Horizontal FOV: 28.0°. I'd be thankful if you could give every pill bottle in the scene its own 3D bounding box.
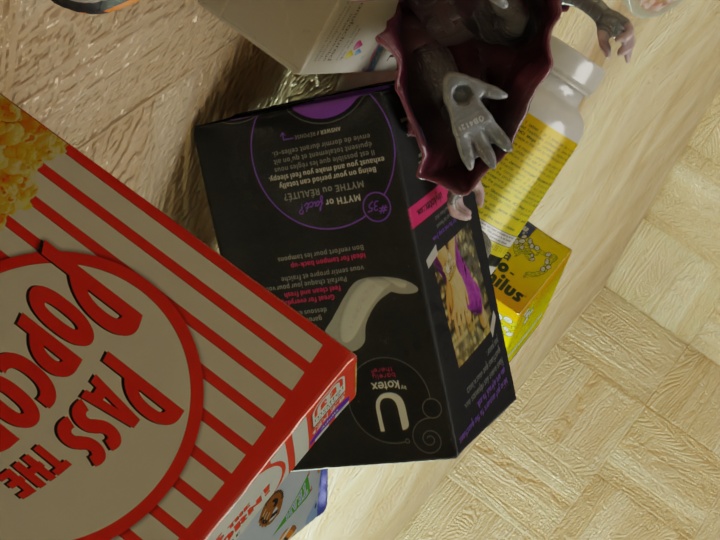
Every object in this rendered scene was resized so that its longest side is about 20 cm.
[{"bbox_3d":[0.112,-0.102,1.192,0.200,0.112,0.112,-57,167,10],"label":"pill bottle"}]

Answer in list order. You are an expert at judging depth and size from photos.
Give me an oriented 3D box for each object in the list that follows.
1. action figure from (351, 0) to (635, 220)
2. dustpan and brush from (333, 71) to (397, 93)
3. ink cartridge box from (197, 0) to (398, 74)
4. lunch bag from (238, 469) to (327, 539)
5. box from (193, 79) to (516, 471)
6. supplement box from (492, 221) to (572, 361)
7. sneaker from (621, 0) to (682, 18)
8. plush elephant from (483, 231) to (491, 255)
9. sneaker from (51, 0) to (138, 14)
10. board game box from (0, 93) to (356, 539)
[{"bbox_3d":[0.042,-0.109,0.703,0.134,0.149,0.200,-50,-172,12],"label":"action figure"},{"bbox_3d":[0.029,-0.134,0.877,0.140,0.057,0.200,-60,174,-40],"label":"dustpan and brush"},{"bbox_3d":[0.008,-0.169,0.750,0.116,0.067,0.200,-59,167,19],"label":"ink cartridge box"},{"bbox_3d":[-0.098,0.087,0.888,0.170,0.124,0.201,-36,143,-50],"label":"lunch bag"},{"bbox_3d":[0.000,0.000,0.813,0.106,0.122,0.201,-28,108,-63],"label":"box"},{"bbox_3d":[0.155,0.028,1.688,0.110,0.109,0.200,-49,165,-25],"label":"supplement box"},{"bbox_3d":[0.138,-0.219,0.693,0.071,0.080,0.200,-23,146,-20],"label":"sneaker"},{"bbox_3d":[-0.014,0.042,1.062,0.164,0.155,0.201,13,78,-36],"label":"plush elephant"},{"bbox_3d":[-0.047,-0.153,0.567,0.200,0.077,0.112,-50,165,-20],"label":"sneaker"},{"bbox_3d":[-0.124,0.034,0.494,0.152,0.200,0.046,-51,167,-18],"label":"board game box"}]
